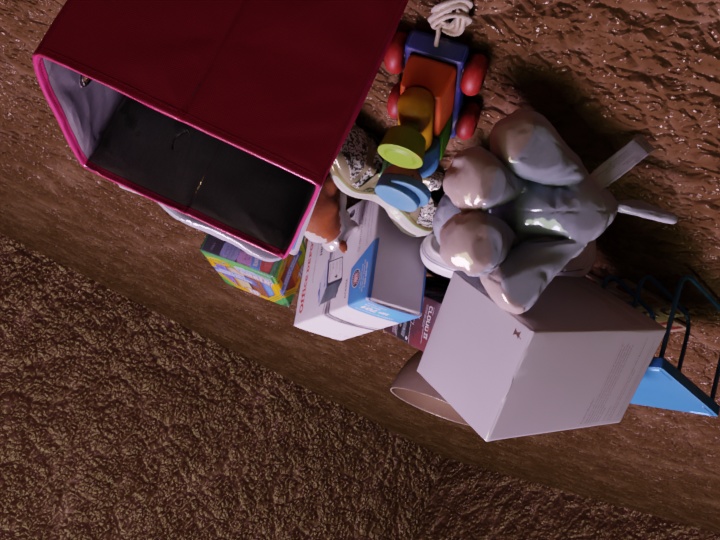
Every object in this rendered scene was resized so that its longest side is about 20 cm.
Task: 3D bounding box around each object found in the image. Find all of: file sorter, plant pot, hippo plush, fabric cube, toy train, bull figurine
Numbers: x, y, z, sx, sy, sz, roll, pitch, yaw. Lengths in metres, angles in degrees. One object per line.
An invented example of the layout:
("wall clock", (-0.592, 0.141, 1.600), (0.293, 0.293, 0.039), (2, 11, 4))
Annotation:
("file sorter", (0.316, 0.082, 0.847), (0.139, 0.123, 0.200), (34, 159, -32))
("plant pot", (0.176, 0.217, 1.428), (0.200, 0.135, 0.200), (20, 163, 6))
("hippo plush", (0.139, -0.074, 0.646), (0.160, 0.200, 0.161), (60, 174, -20))
("fabric cube", (-0.096, -0.157, 0.545), (0.200, 0.200, 0.196), (24, 164, -6))
("toy train", (0.047, -0.136, 0.564), (0.084, 0.116, 0.200), (19, 163, 11))
("bull figurine", (-0.070, -0.099, 0.795), (0.200, 0.122, 0.065), (21, -169, -29))

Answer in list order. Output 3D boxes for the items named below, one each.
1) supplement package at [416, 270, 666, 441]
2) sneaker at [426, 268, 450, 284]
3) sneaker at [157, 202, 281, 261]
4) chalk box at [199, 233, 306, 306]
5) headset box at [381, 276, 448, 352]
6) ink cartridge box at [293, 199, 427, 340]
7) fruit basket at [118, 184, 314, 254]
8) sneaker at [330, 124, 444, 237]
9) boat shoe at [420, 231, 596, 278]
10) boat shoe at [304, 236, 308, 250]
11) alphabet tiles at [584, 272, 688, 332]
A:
("supplement package", (0.181, 0.080, 0.707), (0.200, 0.122, 0.120), (3, -155, -35))
("sneaker", (0.170, -0.004, 0.903), (0.200, 0.073, 0.112), (18, 168, 39))
("sneaker", (-0.174, -0.073, 0.826), (0.200, 0.073, 0.071), (38, 172, -21))
("chalk box", (-0.155, -0.045, 1.079), (0.124, 0.125, 0.200), (20, 164, 9))
("headset box", (0.117, 0.063, 0.980), (0.148, 0.075, 0.200), (5, -170, -32))
("ink cartridge box", (0.000, 0.000, 0.918), (0.086, 0.147, 0.200), (18, 158, -28))
("fruit basket", (-0.126, -0.134, 0.690), (0.200, 0.186, 0.094), (23, -171, 8))
("sneaker", (0.047, -0.105, 0.759), (0.088, 0.077, 0.200), (-9, 153, 42))
("boat shoe", (0.164, -0.033, 0.795), (0.199, 0.074, 0.065), (-2, 152, 14))
("boat shoe", (-0.048, -0.005, 1.121), (0.075, 0.074, 0.200), (1, 163, 5))
("alphabet tiles", (0.333, 0.051, 0.950), (0.166, 0.006, 0.200), (27, 162, -12))
